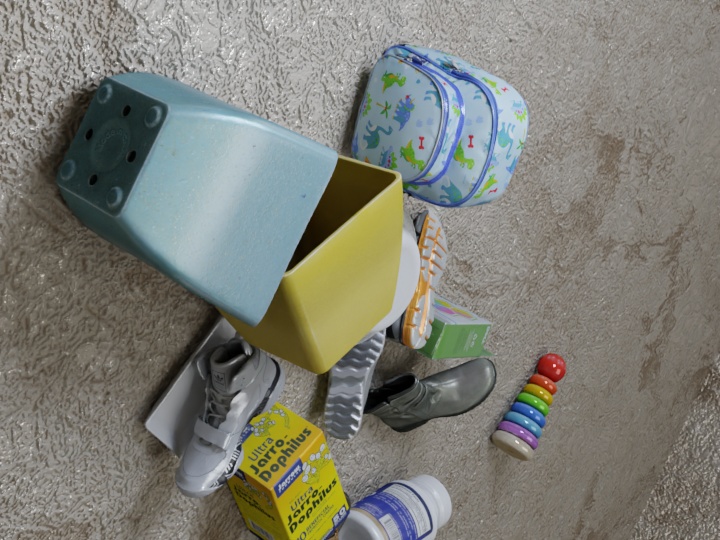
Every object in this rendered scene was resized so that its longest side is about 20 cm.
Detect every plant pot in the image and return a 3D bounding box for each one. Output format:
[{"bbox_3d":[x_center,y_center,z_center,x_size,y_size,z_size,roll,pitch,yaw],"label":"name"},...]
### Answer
[{"bbox_3d":[-0.182,-0.092,1.262,0.199,0.195,0.199,27,90,-50],"label":"plant pot"},{"bbox_3d":[-0.066,-0.005,1.441,0.200,0.198,0.178,-41,132,-31],"label":"plant pot"}]

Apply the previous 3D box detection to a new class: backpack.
[{"bbox_3d":[0.095,-0.173,1.583,0.146,0.199,0.186,-5,117,-54],"label":"backpack"}]

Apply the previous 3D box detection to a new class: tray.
[{"bbox_3d":[-0.187,0.125,1.549,0.201,0.022,0.108,-55,148,-15],"label":"tray"}]

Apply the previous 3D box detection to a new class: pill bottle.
[{"bbox_3d":[0.052,0.401,1.999,0.199,0.119,0.121,-21,129,-47],"label":"pill bottle"}]

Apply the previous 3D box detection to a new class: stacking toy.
[{"bbox_3d":[0.321,0.244,2.321,0.202,0.085,0.086,-59,148,-15],"label":"stacking toy"}]

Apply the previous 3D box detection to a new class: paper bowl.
[{"bbox_3d":[0.000,0.000,1.644,0.199,0.104,0.203,-27,129,-38],"label":"paper bowl"}]

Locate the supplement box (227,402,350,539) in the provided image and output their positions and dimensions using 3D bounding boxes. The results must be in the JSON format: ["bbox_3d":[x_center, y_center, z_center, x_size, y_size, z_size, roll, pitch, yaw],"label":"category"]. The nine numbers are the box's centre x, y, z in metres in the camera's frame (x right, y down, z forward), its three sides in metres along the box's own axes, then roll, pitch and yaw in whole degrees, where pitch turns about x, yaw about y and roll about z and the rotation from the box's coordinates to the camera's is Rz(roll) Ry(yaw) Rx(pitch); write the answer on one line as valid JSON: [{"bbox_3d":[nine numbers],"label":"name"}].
[{"bbox_3d":[-0.102,0.287,1.704,0.109,0.109,0.202,-46,143,-26],"label":"supplement box"}]

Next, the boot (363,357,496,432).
[{"bbox_3d":[0.101,0.181,1.888,0.198,0.068,0.131,-28,153,13],"label":"boot"}]

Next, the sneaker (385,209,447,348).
[{"bbox_3d":[0.069,0.008,1.797,0.078,0.076,0.203,37,62,-53],"label":"sneaker"}]

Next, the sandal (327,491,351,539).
[{"bbox_3d":[-0.068,0.410,1.809,0.201,0.054,0.082,-54,145,-18],"label":"sandal"}]

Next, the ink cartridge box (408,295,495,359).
[{"bbox_3d":[0.128,0.083,1.900,0.199,0.103,0.060,4,110,-56],"label":"ink cartridge box"}]

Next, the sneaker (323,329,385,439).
[{"bbox_3d":[-0.015,0.131,1.783,0.082,0.074,0.203,-86,-169,-82],"label":"sneaker"}]

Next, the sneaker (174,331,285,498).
[{"bbox_3d":[-0.171,0.166,1.516,0.201,0.074,0.115,-56,147,-22],"label":"sneaker"}]
